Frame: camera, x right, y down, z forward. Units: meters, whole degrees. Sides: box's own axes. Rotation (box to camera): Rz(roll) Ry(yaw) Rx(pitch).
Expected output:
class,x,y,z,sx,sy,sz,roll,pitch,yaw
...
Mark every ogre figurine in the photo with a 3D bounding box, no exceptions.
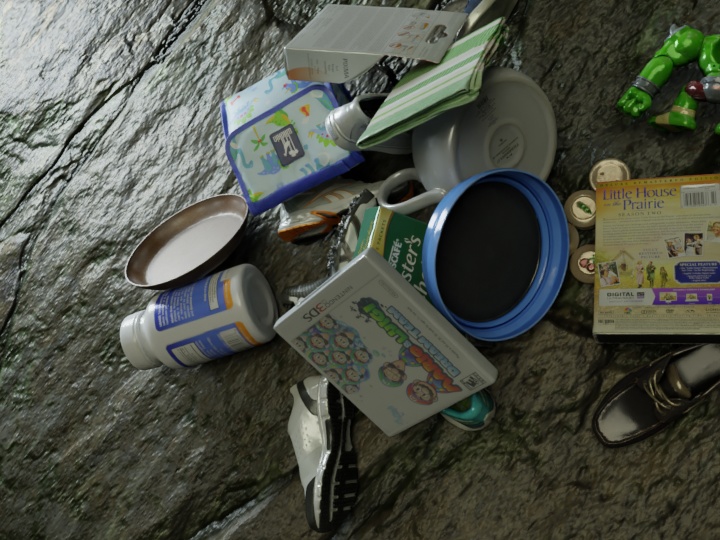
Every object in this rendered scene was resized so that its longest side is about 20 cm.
class,x,y,z,sx,sy,sz,roll,pitch,yaw
ogre figurine,0.420,-0.215,0.898,0.200,0.098,0.120,20,96,36

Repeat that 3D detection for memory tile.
class,x,y,z,sx,sy,sz,roll,pitch,yaw
memory tile,0.329,-0.032,0.927,0.200,0.017,0.153,42,93,25

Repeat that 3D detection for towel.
class,x,y,z,sx,sy,sz,roll,pitch,yaw
towel,0.088,-0.214,0.878,0.152,0.023,0.200,-20,27,34

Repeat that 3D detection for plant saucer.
class,x,y,z,sx,sy,sz,roll,pitch,yaw
plant saucer,-0.240,-0.036,1.094,0.200,0.032,0.200,-20,34,14

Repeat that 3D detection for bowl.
class,x,y,z,sx,sy,sz,roll,pitch,yaw
bowl,0.157,-0.019,0.898,0.039,0.200,0.201,16,81,59

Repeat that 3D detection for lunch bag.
class,x,y,z,sx,sy,sz,roll,pitch,yaw
lunch bag,-0.090,-0.182,1.048,0.170,0.127,0.200,-26,51,14

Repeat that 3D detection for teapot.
class,x,y,z,sx,sy,sz,roll,pitch,yaw
teapot,0.133,-0.159,0.963,0.146,0.200,0.198,23,109,56

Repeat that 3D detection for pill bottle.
class,x,y,z,sx,sy,sz,roll,pitch,yaw
pill bottle,-0.224,0.071,1.062,0.200,0.112,0.112,-18,70,16

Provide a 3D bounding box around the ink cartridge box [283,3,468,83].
class,x,y,z,sx,sy,sz,roll,pitch,yaw
ink cartridge box,0.023,-0.290,0.990,0.200,0.050,0.162,11,41,15

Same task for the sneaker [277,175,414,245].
class,x,y,z,sx,sy,sz,roll,pitch,yaw
sneaker,-0.026,-0.106,1.056,0.200,0.076,0.092,-14,67,16

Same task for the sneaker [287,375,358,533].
class,x,y,z,sx,sy,sz,roll,pitch,yaw
sneaker,-0.053,0.230,0.985,0.080,0.074,0.200,-12,67,33

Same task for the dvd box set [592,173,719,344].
class,x,y,z,sx,sy,sz,roll,pitch,yaw
dvd box set,0.338,-0.015,0.866,0.146,0.029,0.200,-2,62,21

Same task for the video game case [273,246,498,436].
class,x,y,z,sx,sy,sz,roll,pitch,yaw
video game case,0.024,0.089,0.869,0.200,0.024,0.182,44,131,-10

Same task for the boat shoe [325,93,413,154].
class,x,y,z,sx,sy,sz,roll,pitch,yaw
boat shoe,0.042,-0.196,0.982,0.068,0.200,0.072,-30,73,41

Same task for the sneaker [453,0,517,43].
class,x,y,z,sx,sy,sz,roll,pitch,yaw
sneaker,0.170,-0.387,1.055,0.084,0.075,0.200,30,79,24

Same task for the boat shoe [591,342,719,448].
class,x,y,z,sx,sy,sz,roll,pitch,yaw
boat shoe,0.340,0.124,0.850,0.200,0.073,0.075,-39,66,8

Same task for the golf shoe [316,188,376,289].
class,x,y,z,sx,sy,sz,roll,pitch,yaw
golf shoe,0.000,0.000,0.959,0.094,0.078,0.200,18,79,-3

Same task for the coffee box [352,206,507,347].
class,x,y,z,sx,sy,sz,roll,pitch,yaw
coffee box,0.084,0.011,0.924,0.044,0.200,0.123,-1,70,65

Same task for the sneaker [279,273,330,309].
class,x,y,z,sx,sy,sz,roll,pitch,yaw
sneaker,-0.010,0.017,1.021,0.200,0.066,0.091,-2,73,17

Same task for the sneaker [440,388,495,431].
class,x,y,z,sx,sy,sz,roll,pitch,yaw
sneaker,0.078,0.124,0.948,0.200,0.080,0.078,29,88,26
